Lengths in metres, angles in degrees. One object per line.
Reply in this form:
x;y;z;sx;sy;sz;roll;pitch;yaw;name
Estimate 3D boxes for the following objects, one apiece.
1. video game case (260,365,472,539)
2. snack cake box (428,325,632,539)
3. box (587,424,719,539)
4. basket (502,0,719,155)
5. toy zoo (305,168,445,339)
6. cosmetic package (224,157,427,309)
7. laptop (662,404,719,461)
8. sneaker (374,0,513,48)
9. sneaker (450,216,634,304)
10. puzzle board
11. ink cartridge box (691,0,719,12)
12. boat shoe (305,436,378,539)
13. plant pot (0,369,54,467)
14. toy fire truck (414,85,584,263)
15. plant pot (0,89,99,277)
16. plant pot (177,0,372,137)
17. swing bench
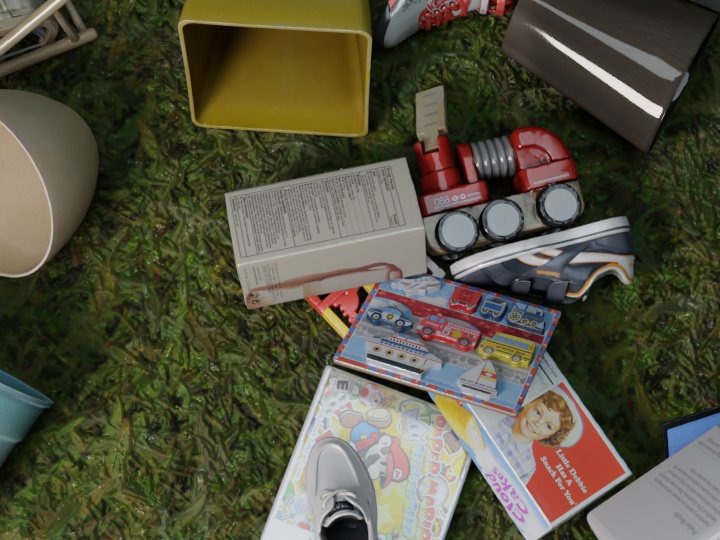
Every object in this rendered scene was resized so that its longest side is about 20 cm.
0.013;0.223;1.565;0.181;0.023;0.201;20;75;5;video game case
0.174;0.166;1.546;0.115;0.067;0.200;-27;75;-26;snack cake box
0.355;0.292;1.417;0.171;0.199;0.200;-33;101;-2;box
0.270;-0.249;1.649;0.199;0.136;0.181;27;74;11;basket
0.000;0.000;1.629;0.131;0.020;0.200;-41;78;-11;toy zoo
-0.036;-0.039;1.573;0.199;0.087;0.104;-11;55;-2;cosmetic package
0.416;0.234;1.523;0.176;0.103;0.201;-17;75;-5;laptop
0.111;-0.313;1.695;0.108;0.067;0.202;35;74;11;sneaker
0.200;0.002;1.601;0.199;0.078;0.080;-14;85;3;sneaker
0.091;0.066;1.536;0.199;0.017;0.151;15;46;17;puzzle board
0.382;-0.377;1.674;0.199;0.147;0.086;23;73;5;ink cartridge box
-0.013;0.251;1.492;0.073;0.065;0.201;-15;59;-4;boat shoe
-0.444;0.175;1.496;0.200;0.200;0.197;26;83;7;plant pot
0.134;-0.123;1.626;0.175;0.129;0.201;-14;85;-5;toy fire truck
-0.359;-0.112;1.589;0.200;0.201;0.134;40;42;10;plant pot
-0.083;-0.279;1.628;0.199;0.200;0.177;4;63;1;plant pot
-0.437;-0.312;1.662;0.199;0.130;0.199;-30;77;-3;swing bench
